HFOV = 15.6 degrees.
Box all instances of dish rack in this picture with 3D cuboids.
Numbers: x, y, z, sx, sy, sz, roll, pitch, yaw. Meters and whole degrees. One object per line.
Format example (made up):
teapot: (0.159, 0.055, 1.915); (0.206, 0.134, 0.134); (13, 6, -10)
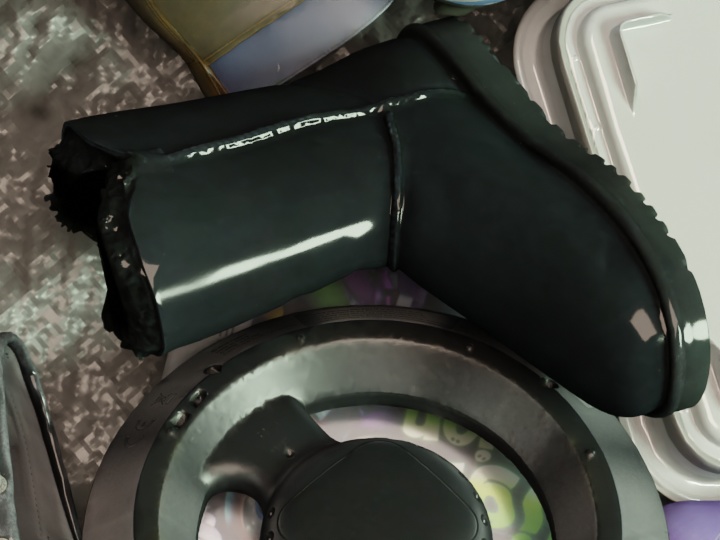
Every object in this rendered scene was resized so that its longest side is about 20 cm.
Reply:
dish rack: (0.158, -0.027, 0.961); (0.171, 0.044, 0.201); (-14, 81, -19)

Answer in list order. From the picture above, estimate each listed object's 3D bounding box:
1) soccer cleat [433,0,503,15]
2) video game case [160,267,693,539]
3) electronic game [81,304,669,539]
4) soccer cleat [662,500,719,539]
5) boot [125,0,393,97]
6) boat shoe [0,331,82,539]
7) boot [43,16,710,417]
soccer cleat: (0.100, -0.149, 0.946); (0.199, 0.086, 0.070); (-28, 81, -33)
video game case: (0.024, 0.061, 0.960); (0.199, 0.023, 0.183); (14, 79, -3)
electronic game: (0.005, 0.094, 0.888); (0.198, 0.042, 0.201); (1, 52, -1)
soccer cleat: (0.194, 0.105, 0.942); (0.199, 0.067, 0.077); (17, 84, -9)
boot: (-0.001, -0.141, 0.981); (0.199, 0.075, 0.097); (-30, 103, -10)
boat shoe: (-0.111, 0.120, 0.909); (0.067, 0.072, 0.201); (-22, 75, 14)
boot: (0.000, 0.000, 0.886); (0.167, 0.077, 0.200); (-20, 48, -21)
